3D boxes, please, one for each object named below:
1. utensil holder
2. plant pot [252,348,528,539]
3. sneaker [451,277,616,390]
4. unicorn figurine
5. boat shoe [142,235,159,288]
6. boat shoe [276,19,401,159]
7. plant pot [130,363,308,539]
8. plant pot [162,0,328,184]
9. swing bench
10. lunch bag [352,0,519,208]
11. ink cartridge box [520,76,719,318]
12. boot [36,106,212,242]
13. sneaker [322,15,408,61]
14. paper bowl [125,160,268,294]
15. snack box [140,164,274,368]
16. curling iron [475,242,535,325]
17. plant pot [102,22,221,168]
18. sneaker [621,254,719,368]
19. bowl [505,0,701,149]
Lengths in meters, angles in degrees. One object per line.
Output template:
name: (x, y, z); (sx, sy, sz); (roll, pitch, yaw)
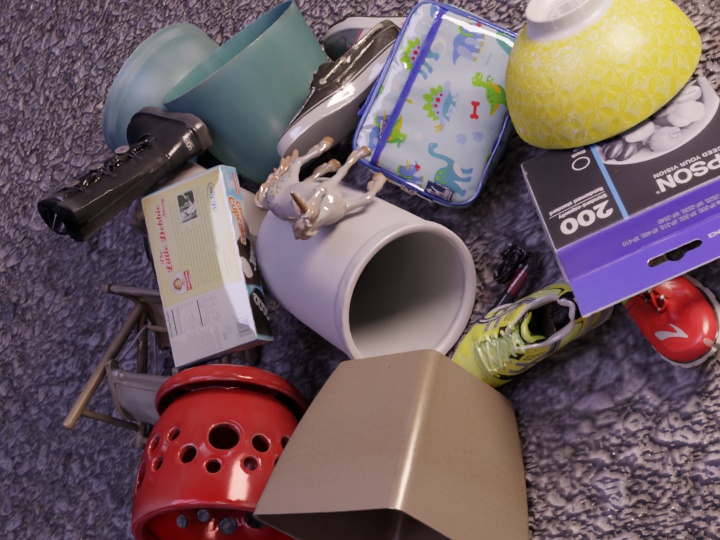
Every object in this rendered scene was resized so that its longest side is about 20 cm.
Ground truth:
utensil holder: (0.000, 0.000, 1.520); (0.200, 0.169, 0.171); (32, 97, 51)
plant pot: (0.048, 0.189, 1.379); (0.199, 0.200, 0.178); (-12, 53, 44)
sneaker: (0.154, 0.061, 1.381); (0.200, 0.076, 0.076); (-39, 75, 32)
unicorn figurine: (-0.046, -0.079, 1.455); (0.137, 0.074, 0.200); (-41, 15, -24)
boat shoe: (-0.247, -0.037, 1.842); (0.066, 0.071, 0.203); (-170, 65, -70)
boat shoe: (-0.023, -0.200, 1.578); (0.200, 0.071, 0.064); (-41, 67, -6)
plant pot: (-0.146, 0.212, 1.561); (0.200, 0.200, 0.184); (-23, 52, 39)
plant pot: (-0.113, -0.201, 1.701); (0.200, 0.161, 0.201); (-34, 16, 11)
swing bench: (-0.243, 0.126, 1.752); (0.198, 0.129, 0.202); (5, 76, 48)
lunch bag: (0.088, -0.177, 1.509); (0.160, 0.082, 0.201); (27, 95, 7)
ink cartridge box: (0.260, -0.071, 1.283); (0.197, 0.044, 0.201); (-25, 40, 9)
boot: (-0.289, -0.110, 1.634); (0.200, 0.066, 0.164); (-43, 24, -26)
sneaker: (0.015, -0.231, 1.673); (0.199, 0.083, 0.122); (6, 68, 47)
paper bowl: (-0.176, -0.060, 1.708); (0.200, 0.200, 0.105); (29, 94, 49)
snack box: (-0.172, -0.003, 1.564); (0.115, 0.037, 0.202); (-19, 77, 27)
curling iron: (0.127, 0.060, 1.465); (0.201, 0.025, 0.050); (-63, 20, 12)
plant pot: (-0.220, -0.203, 1.848); (0.134, 0.200, 0.201); (35, 100, 21)
sneaker: (0.256, 0.013, 1.299); (0.077, 0.085, 0.200); (-52, 42, 19)
bowl: (0.218, -0.223, 1.367); (0.199, 0.108, 0.201); (-25, 30, 16)
